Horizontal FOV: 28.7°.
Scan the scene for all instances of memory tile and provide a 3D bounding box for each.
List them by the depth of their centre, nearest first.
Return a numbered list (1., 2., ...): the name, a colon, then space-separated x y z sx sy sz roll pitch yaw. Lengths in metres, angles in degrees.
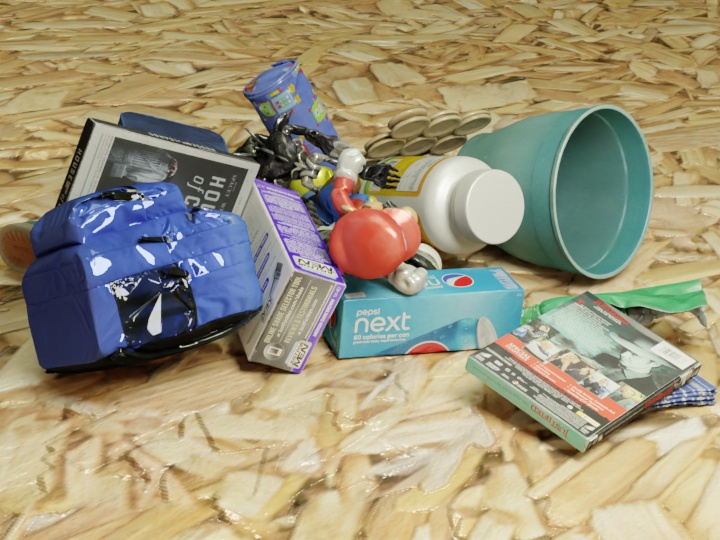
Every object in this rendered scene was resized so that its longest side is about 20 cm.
1. memory tile: 0.056 -0.146 1.728 0.153 0.017 0.200 -8 -19 -37

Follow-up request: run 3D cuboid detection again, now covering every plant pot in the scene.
1. plant pot: 0.217 -0.096 1.687 0.188 0.201 0.200 5 17 45

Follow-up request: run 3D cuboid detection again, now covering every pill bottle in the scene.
1. pill bottle: 0.094 -0.075 1.615 0.111 0.111 0.200 -10 9 -32

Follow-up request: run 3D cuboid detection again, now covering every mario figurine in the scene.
1. mario figurine: 0.020 -0.050 1.427 0.123 0.106 0.200 25 9 -17

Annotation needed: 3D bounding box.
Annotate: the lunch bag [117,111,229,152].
1. lunch bag: -0.227 -0.090 1.636 0.136 0.133 0.200 12 17 -15

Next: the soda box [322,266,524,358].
1. soda box: 0.065 0.042 1.459 0.200 0.068 0.064 -3 25 -18

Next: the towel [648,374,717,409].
1. towel: 0.237 0.108 1.408 0.200 0.024 0.145 -4 22 -24

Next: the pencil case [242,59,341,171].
1. pencil case: -0.067 -0.175 1.792 0.078 0.200 0.087 -13 35 34

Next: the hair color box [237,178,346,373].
1. hair color box: -0.087 0.002 1.431 0.065 0.109 0.200 17 24 -25

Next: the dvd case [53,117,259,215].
1. dvd case: -0.209 -0.061 1.412 0.200 0.151 0.025 11 17 -40

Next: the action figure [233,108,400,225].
1. action figure: -0.054 -0.108 1.613 0.200 0.119 0.102 25 -6 39

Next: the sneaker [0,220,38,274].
1. sneaker: -0.292 -0.015 1.516 0.200 0.072 0.080 21 24 26

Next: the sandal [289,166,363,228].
1. sandal: 0.006 -0.069 1.725 0.200 0.079 0.087 1 62 -34

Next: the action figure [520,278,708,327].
1. action figure: 0.263 0.045 1.494 0.199 0.055 0.118 -4 3 10

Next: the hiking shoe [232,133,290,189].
1. hiking shoe: -0.137 -0.133 1.785 0.200 0.101 0.076 20 32 33

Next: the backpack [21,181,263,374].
1. backpack: -0.196 0.002 1.324 0.200 0.168 0.162 -12 6 -36

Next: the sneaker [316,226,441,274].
1. sneaker: 0.000 0.000 1.537 0.199 0.074 0.087 5 16 -13

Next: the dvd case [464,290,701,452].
1. dvd case: 0.217 0.092 1.355 0.146 0.022 0.200 34 40 29
